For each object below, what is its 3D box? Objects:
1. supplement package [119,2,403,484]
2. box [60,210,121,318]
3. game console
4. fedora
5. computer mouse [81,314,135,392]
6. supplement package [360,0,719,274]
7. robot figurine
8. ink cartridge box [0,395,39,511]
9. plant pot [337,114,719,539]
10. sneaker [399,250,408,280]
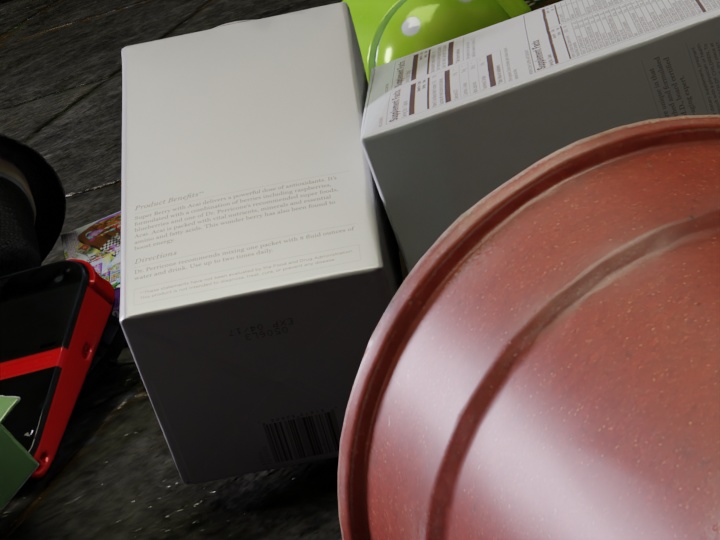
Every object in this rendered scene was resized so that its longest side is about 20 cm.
[{"bbox_3d":[-0.045,-0.017,0.901,0.121,0.120,0.200,-11,44,4],"label":"supplement package"},{"bbox_3d":[-0.130,-0.012,1.257,0.137,0.039,0.200,-23,17,-5],"label":"box"},{"bbox_3d":[-0.245,0.076,1.080,0.200,0.031,0.177,-15,40,23],"label":"game console"},{"bbox_3d":[-0.290,-0.001,1.276,0.200,0.201,0.092,-23,50,-8],"label":"fedora"},{"bbox_3d":[-0.147,0.048,1.082,0.200,0.034,0.059,4,52,50],"label":"computer mouse"},{"bbox_3d":[0.120,-0.046,0.884,0.200,0.152,0.151,-18,17,8],"label":"supplement package"},{"bbox_3d":[0.043,-0.152,1.348,0.175,0.116,0.200,-36,22,-15],"label":"robot figurine"},{"bbox_3d":[-0.230,0.113,0.922,0.200,0.059,0.104,0,46,51],"label":"ink cartridge box"},{"bbox_3d":[0.116,0.084,0.467,0.200,0.201,0.195,-23,26,-8],"label":"plant pot"},{"bbox_3d":[0.000,0.000,1.011,0.200,0.076,0.070,-28,19,-21],"label":"sneaker"}]
